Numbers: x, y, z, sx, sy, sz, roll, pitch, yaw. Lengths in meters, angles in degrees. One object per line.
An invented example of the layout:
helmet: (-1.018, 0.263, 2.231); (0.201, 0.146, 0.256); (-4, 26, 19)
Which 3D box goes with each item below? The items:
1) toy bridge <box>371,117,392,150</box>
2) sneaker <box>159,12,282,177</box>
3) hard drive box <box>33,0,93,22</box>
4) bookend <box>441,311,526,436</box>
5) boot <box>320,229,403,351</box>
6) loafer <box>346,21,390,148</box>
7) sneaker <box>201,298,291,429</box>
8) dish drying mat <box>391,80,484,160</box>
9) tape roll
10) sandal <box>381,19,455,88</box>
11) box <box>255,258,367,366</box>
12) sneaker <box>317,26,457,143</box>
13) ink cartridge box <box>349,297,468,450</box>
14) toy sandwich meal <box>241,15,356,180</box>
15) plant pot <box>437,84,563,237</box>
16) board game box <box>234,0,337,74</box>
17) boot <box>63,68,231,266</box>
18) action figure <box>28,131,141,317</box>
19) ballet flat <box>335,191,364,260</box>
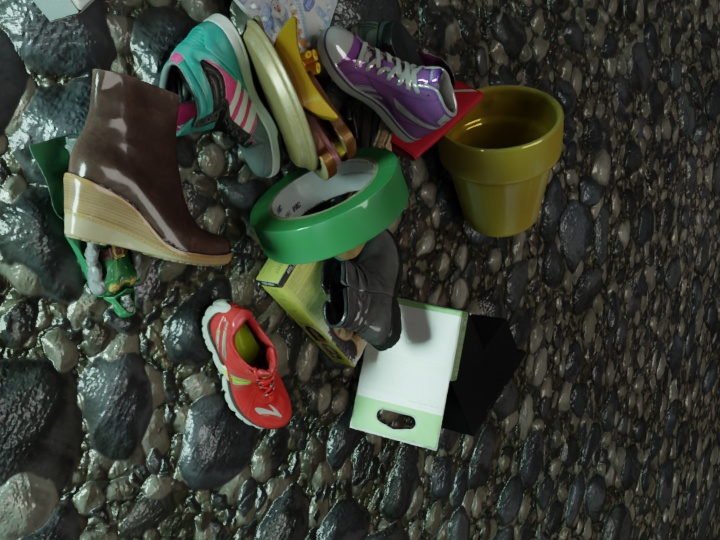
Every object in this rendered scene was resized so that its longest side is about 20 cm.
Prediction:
toy bridge: (0.052, -0.228, 1.076); (0.202, 0.027, 0.068); (-67, 157, -44)
sneaker: (-0.167, -0.175, 0.870); (0.121, 0.083, 0.203); (-42, 128, -30)
hard drive box: (-0.297, -0.370, 0.708); (0.157, 0.076, 0.201); (-55, 130, -25)
bookend: (0.172, 0.129, 1.267); (0.199, 0.091, 0.202); (-48, 126, -33)
boot: (0.000, 0.000, 1.032); (0.131, 0.069, 0.203); (34, 39, -44)
loafer: (0.009, -0.251, 1.076); (0.072, 0.061, 0.205); (-20, 117, -76)
sneaker: (-0.133, 0.128, 0.947); (0.077, 0.084, 0.203); (-44, 125, -32)
dish drying mat: (0.111, -0.239, 1.164); (0.200, 0.076, 0.018); (-43, 154, -34)
tape roll: (-0.039, -0.084, 0.934); (0.200, 0.198, 0.049); (-44, 125, -33)
sandal: (0.097, -0.279, 1.075); (0.200, 0.047, 0.077); (33, 57, -51)
box: (-0.056, 0.046, 1.043); (0.200, 0.049, 0.076); (50, 60, -38)
sneaker: (0.045, -0.255, 0.961); (0.199, 0.113, 0.074); (34, 60, -29)
ink cartridge box: (0.072, 0.148, 1.123); (0.048, 0.143, 0.205); (16, 84, -68)
toy sandwich meal: (-0.073, -0.205, 0.889); (0.069, 0.205, 0.208); (-26, 118, -9)
plant pot: (0.227, -0.168, 1.225); (0.201, 0.198, 0.192); (-43, 139, -34)
board game box: (-0.090, -0.378, 0.932); (0.200, 0.025, 0.204); (42, 53, -42)
boot: (-0.201, -0.098, 0.778); (0.198, 0.072, 0.170); (15, 86, -44)
action figure: (-0.270, -0.045, 0.803); (0.117, 0.054, 0.204); (-27, 119, -44)
ballet flat: (0.006, -0.081, 1.025); (0.064, 0.068, 0.201); (-59, -176, 32)
